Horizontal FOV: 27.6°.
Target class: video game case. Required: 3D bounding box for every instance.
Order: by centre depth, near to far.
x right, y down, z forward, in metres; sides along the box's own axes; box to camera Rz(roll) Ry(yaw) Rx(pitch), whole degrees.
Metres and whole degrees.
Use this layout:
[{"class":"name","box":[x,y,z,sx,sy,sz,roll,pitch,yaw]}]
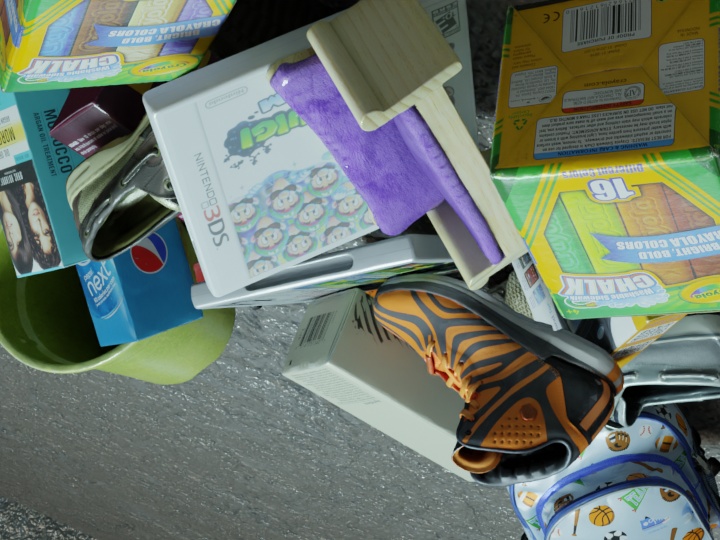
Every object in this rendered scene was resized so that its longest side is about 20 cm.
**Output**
[{"class":"video game case","box":[-0.021,-0.079,0.913,0.183,0.199,0.024,78,165,-52]},{"class":"video game case","box":[0.000,0.000,1.105,0.181,0.022,0.200,-12,175,26]}]

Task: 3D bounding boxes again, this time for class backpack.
[{"class":"backpack","box":[0.208,0.179,1.267,0.199,0.154,0.191,-27,119,7]}]

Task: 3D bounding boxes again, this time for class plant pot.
[{"class":"plant pot","box":[-0.209,0.019,1.341,0.199,0.202,0.184,10,166,26]}]

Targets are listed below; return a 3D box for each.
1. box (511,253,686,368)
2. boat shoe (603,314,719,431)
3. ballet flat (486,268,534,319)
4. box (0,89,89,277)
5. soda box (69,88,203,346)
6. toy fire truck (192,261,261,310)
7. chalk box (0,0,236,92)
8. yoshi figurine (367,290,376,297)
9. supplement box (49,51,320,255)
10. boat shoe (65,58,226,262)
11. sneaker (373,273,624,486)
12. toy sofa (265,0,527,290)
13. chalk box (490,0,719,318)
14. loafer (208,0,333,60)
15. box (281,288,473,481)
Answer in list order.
[{"class":"box","box":[0.163,0.010,1.052,0.041,0.120,0.200,-14,163,-18]},{"class":"boat shoe","box":[0.205,0.088,1.165,0.200,0.072,0.070,-14,152,27]},{"class":"ballet flat","box":[0.129,0.051,1.249,0.075,0.068,0.200,40,154,14]},{"class":"box","box":[-0.252,-0.100,1.115,0.082,0.049,0.201,-9,98,51]},{"class":"soda box","box":[-0.194,-0.046,1.163,0.064,0.068,0.201,-11,97,51]},{"class":"toy fire truck","box":[-0.109,-0.044,1.193,0.048,0.142,0.200,-18,172,16]},{"class":"chalk box","box":[-0.153,-0.183,0.852,0.123,0.125,0.200,-8,166,-23]},{"class":"yoshi figurine","box":[0.038,0.079,1.289,0.111,0.113,0.200,0,149,23]},{"class":"supplement box","box":[-0.106,-0.099,1.060,0.199,0.111,0.085,33,155,-24]},{"class":"boat shoe","box":[-0.117,-0.066,0.942,0.200,0.066,0.072,-30,153,37]},{"class":"sneaker","box":[0.075,0.078,1.030,0.199,0.112,0.078,21,154,31]},{"class":"toy sofa","box":[0.033,-0.068,0.873,0.083,0.097,0.200,60,-175,36]},{"class":"chalk box","box":[0.166,-0.052,0.852,0.124,0.124,0.200,-6,145,23]},{"class":"loafer","box":[-0.035,-0.130,0.973,0.199,0.076,0.067,32,149,-20]},{"class":"box","box":[0.044,0.094,1.158,0.199,0.069,0.082,32,157,-24]}]
